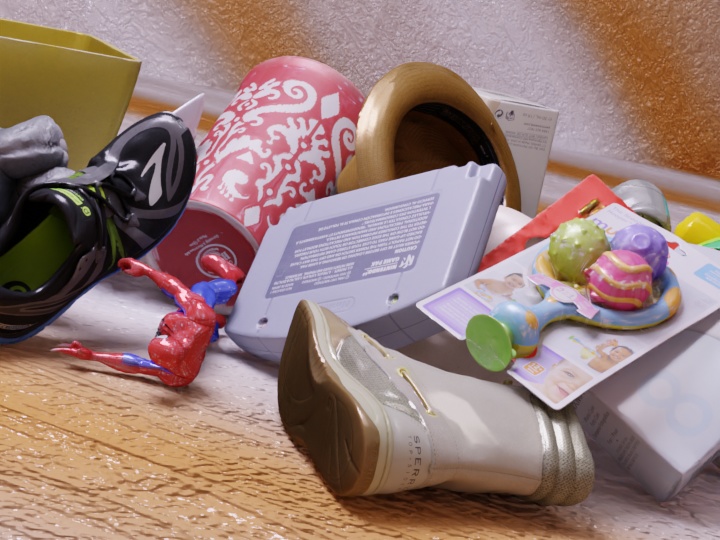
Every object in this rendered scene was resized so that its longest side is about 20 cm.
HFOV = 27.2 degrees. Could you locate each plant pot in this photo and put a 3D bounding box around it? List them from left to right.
[{"bbox_3d":[-0.312,-0.114,1.226,0.200,0.177,0.200,7,11,-24],"label":"plant pot"}]

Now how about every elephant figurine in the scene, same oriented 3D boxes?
[{"bbox_3d":[-0.273,-0.039,1.091,0.141,0.155,0.200,-33,9,-16],"label":"elephant figurine"}]

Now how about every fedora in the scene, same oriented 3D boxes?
[{"bbox_3d":[0.046,-0.067,1.186,0.082,0.201,0.200,-16,-10,40],"label":"fedora"}]

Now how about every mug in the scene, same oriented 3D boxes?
[{"bbox_3d":[-0.085,-0.050,1.203,0.133,0.178,0.200,24,42,7],"label":"mug"}]

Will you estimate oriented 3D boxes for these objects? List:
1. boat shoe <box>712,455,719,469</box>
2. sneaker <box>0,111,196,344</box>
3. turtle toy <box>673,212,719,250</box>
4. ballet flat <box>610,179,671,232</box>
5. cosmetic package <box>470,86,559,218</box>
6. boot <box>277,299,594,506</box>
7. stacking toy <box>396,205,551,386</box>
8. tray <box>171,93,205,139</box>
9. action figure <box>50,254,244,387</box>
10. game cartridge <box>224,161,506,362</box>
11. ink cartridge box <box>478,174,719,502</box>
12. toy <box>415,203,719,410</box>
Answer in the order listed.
[{"bbox_3d":[0.246,0.059,1.050,0.093,0.075,0.200,19,41,-61],"label":"boat shoe"},{"bbox_3d":[-0.176,-0.032,0.967,0.071,0.200,0.083,42,-26,5],"label":"sneaker"},{"bbox_3d":[0.292,0.023,1.141,0.146,0.200,0.101,34,19,9],"label":"turtle toy"},{"bbox_3d":[0.167,0.001,1.220,0.067,0.200,0.064,40,23,-31],"label":"ballet flat"},{"bbox_3d":[0.102,-0.057,1.315,0.073,0.200,0.104,8,10,-23],"label":"cosmetic package"},{"bbox_3d":[0.039,0.080,0.890,0.154,0.072,0.200,7,17,-19],"label":"boot"},{"bbox_3d":[0.096,0.041,1.107,0.146,0.146,0.200,15,-8,17],"label":"stacking toy"},{"bbox_3d":[-0.176,-0.069,1.194,0.022,0.107,0.200,49,-23,3],"label":"tray"},{"bbox_3d":[-0.137,0.026,0.991,0.099,0.065,0.200,20,10,-4],"label":"action figure"},{"bbox_3d":[0.000,0.000,1.013,0.200,0.133,0.041,-11,-49,40],"label":"game cartridge"},{"bbox_3d":[0.179,0.028,0.964,0.160,0.047,0.200,-36,70,-28],"label":"ink cartridge box"},{"bbox_3d":[0.144,0.003,0.917,0.200,0.047,0.115,-28,50,-36],"label":"toy"}]
